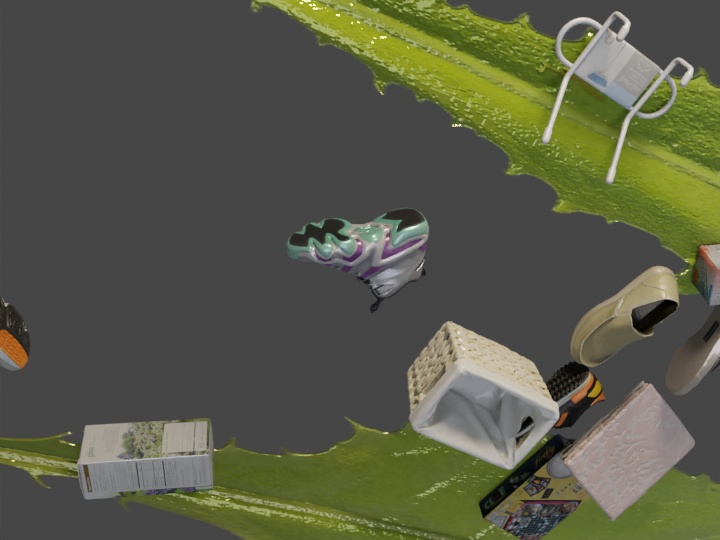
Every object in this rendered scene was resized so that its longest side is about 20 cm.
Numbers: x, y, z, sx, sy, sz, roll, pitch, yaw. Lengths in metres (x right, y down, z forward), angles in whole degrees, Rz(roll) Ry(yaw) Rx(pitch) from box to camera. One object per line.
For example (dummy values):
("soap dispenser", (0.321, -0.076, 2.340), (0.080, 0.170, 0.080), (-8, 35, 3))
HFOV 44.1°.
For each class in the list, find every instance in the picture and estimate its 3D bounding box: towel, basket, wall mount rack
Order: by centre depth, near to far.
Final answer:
("wall mount rack", (0.318, -0.219, 1.128), (0.198, 0.075, 0.175), (26, 116, -22))
("basket", (0.179, 0.187, 1.345), (0.198, 0.124, 0.136), (26, 117, -22))
("towel", (0.451, 0.304, 1.495), (0.200, 0.032, 0.191), (-42, 119, 3))

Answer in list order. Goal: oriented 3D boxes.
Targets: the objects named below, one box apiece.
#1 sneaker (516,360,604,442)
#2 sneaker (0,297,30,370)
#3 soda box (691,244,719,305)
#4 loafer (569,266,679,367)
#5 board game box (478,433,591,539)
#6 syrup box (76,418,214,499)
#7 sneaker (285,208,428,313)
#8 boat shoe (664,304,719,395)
("sneaker", (0.303, 0.235, 1.427), (0.199, 0.070, 0.090), (-39, 118, 15))
("sneaker", (-0.535, 0.065, 1.196), (0.091, 0.076, 0.201), (-28, 115, 20))
("soda box", (0.602, -0.001, 1.321), (0.195, 0.064, 0.070), (-6, 124, -4))
("loafer", (0.398, 0.078, 1.339), (0.075, 0.069, 0.200), (31, 114, -25))
("board game box", (0.322, 0.386, 1.550), (0.134, 0.035, 0.200), (33, 113, -26))
("syrup box", (-0.326, 0.288, 1.361), (0.195, 0.079, 0.083), (-3, 124, -7))
("sneaker", (0.000, 0.000, 1.222), (0.195, 0.078, 0.142), (-7, 123, -3))
("boat shoe", (0.570, 0.127, 1.393), (0.091, 0.075, 0.202), (19, 121, -17))
